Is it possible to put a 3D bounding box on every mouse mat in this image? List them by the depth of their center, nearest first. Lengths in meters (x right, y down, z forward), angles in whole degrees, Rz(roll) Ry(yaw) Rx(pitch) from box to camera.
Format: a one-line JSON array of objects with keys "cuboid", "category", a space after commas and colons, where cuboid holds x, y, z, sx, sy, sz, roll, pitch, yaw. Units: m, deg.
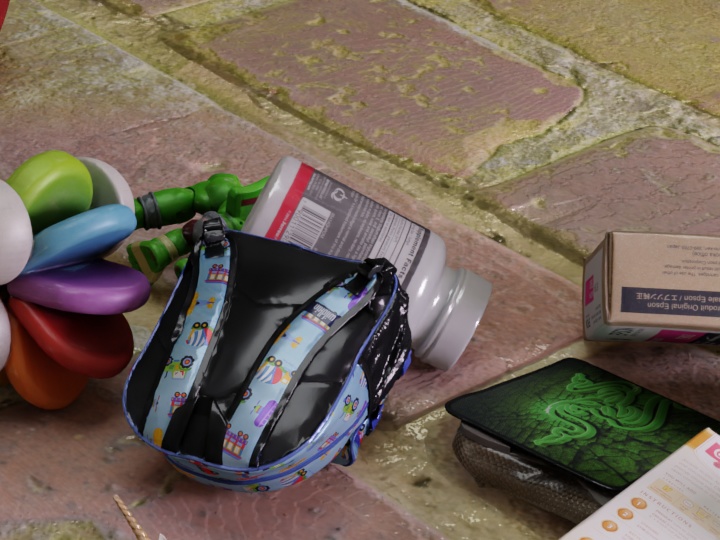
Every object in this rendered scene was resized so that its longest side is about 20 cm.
[{"cuboid": [0.177, 0.114, 1.611, 0.161, 0.008, 0.200, 24, 22, 31], "category": "mouse mat"}]

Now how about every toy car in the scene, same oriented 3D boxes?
[{"cuboid": [-0.232, 0.013, 1.625, 0.150, 0.200, 0.175, 26, 22, 29], "category": "toy car"}]

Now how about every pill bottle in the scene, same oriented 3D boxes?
[{"cuboid": [0.000, 0.000, 1.696, 0.200, 0.111, 0.111, 28, 30, -5], "category": "pill bottle"}]

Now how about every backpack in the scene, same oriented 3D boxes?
[{"cuboid": [-0.072, 0.083, 1.569, 0.182, 0.135, 0.200, 13, 55, 20], "category": "backpack"}]

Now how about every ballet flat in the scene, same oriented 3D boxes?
[{"cuboid": [0.151, 0.165, 1.539, 0.200, 0.046, 0.067, 24, 21, 25], "category": "ballet flat"}]

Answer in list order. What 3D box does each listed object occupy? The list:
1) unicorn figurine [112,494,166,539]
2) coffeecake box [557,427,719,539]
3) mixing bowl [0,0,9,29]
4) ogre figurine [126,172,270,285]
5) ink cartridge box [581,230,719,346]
[{"cuboid": [-0.067, 0.229, 1.391, 0.200, 0.074, 0.137, 10, 26, -19], "category": "unicorn figurine"}, {"cuboid": [0.225, 0.210, 1.394, 0.153, 0.073, 0.200, 37, 42, 25], "category": "coffeecake box"}, {"cuboid": [-0.449, -0.252, 2.159, 0.200, 0.108, 0.200, 2, 30, -1], "category": "mixing bowl"}, {"cuboid": [-0.115, -0.020, 1.788, 0.120, 0.098, 0.200, -30, 30, -26], "category": "ogre figurine"}, {"cuboid": [0.265, 0.018, 1.671, 0.165, 0.075, 0.200, 2, -5, 1], "category": "ink cartridge box"}]
